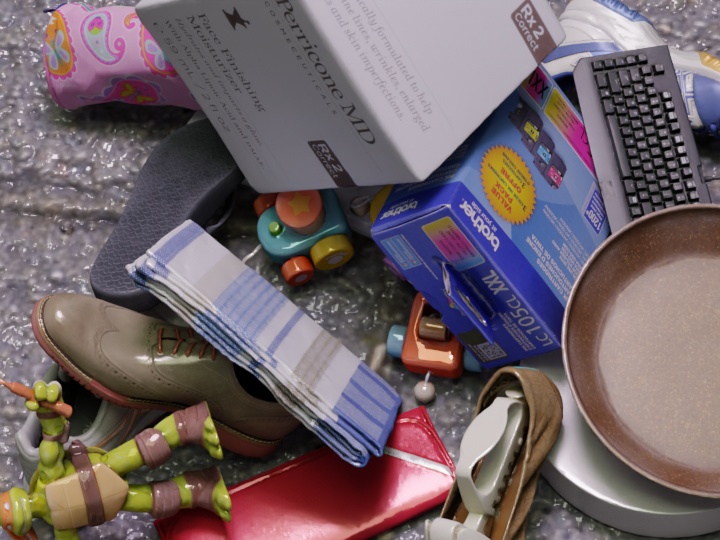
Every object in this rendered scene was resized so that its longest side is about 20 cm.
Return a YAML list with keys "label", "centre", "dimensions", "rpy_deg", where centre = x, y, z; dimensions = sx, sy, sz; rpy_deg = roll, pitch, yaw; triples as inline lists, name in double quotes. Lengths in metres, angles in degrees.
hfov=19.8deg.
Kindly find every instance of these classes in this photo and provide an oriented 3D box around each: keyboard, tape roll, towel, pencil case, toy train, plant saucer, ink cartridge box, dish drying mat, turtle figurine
- label: "keyboard"
  centre: [0.225, -0.063, 1.415]
  dimensions: [0.126, 0.021, 0.201]
  rpy_deg: [-8, 71, -13]
- label: "tape roll"
  centre: [0.204, 0.081, 1.385]
  dimensions: [0.202, 0.037, 0.204]
  rpy_deg: [-3, 56, 5]
- label: "towel"
  centre: [-0.059, 0.045, 1.349]
  dimensions: [0.200, 0.147, 0.024]
  rpy_deg: [40, 104, -2]
- label: "pencil case"
  centre: [-0.140, -0.161, 1.532]
  dimensions: [0.199, 0.088, 0.088]
  rpy_deg: [3, 55, 28]
- label: "toy train"
  centre: [0.000, 0.000, 1.435]
  dimensions: [0.199, 0.056, 0.151]
  rpy_deg: [13, 72, 16]
- label: "plant saucer"
  centre: [0.227, 0.055, 1.338]
  dimensions: [0.199, 0.037, 0.201]
  rpy_deg: [1, 68, -2]
- label: "ink cartridge box"
  centre: [0.092, -0.032, 1.389]
  dimensions: [0.076, 0.137, 0.200]
  rpy_deg: [-18, 33, 42]
- label: "dish drying mat"
  centre: [-0.034, 0.156, 1.373]
  dimensions: [0.199, 0.018, 0.077]
  rpy_deg: [-22, 58, -9]
- label: "turtle figurine"
  centre: [-0.167, 0.149, 1.329]
  dimensions: [0.160, 0.201, 0.064]
  rpy_deg: [-12, 15, -13]

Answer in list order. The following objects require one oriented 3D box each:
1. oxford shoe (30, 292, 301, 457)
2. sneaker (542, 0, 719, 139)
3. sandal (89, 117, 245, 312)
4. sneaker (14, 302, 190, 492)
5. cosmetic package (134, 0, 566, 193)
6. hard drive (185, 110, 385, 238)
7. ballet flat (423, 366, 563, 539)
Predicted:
- label: "oxford shoe"
  centre: [-0.118, 0.053, 1.355]
  dimensions: [0.199, 0.075, 0.071]
  rpy_deg: [24, 45, -27]
- label: "sneaker"
  centre: [0.221, -0.122, 1.509]
  dimensions: [0.200, 0.075, 0.088]
  rpy_deg: [33, 87, 23]
- label: "sandal"
  centre: [-0.131, -0.040, 1.468]
  dimensions: [0.076, 0.043, 0.200]
  rpy_deg: [10, 49, 28]
- label: "sneaker"
  centre: [-0.167, 0.070, 1.401]
  dimensions: [0.075, 0.092, 0.201]
  rpy_deg: [17, 59, 18]
- label: "cosmetic package"
  centre: [-0.008, -0.166, 1.379]
  dimensions: [0.165, 0.165, 0.200]
  rpy_deg: [-45, 23, -26]
- label: "hard drive"
  centre: [-0.019, -0.102, 1.537]
  dimensions: [0.199, 0.026, 0.132]
  rpy_deg: [23, 62, 20]
- label: "ballet flat"
  centre: [0.076, 0.150, 1.310]
  dimensions: [0.068, 0.072, 0.201]
  rpy_deg: [11, 71, 34]
